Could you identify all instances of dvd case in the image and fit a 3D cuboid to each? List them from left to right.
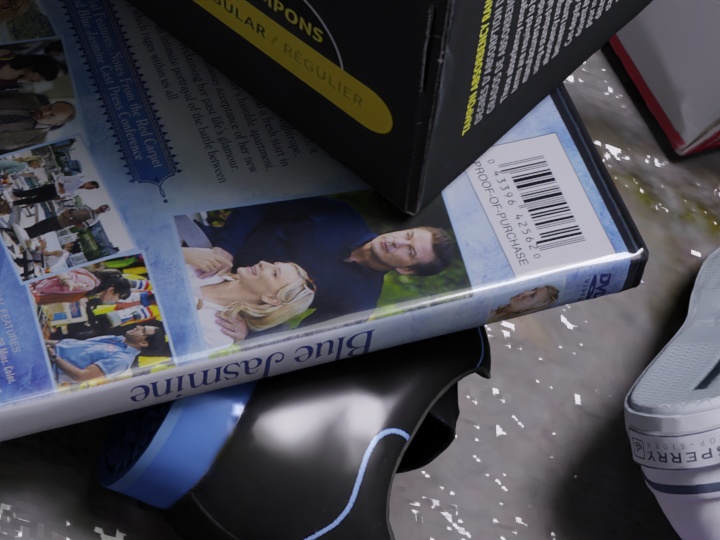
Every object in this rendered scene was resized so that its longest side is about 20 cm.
[{"bbox_3d":[-0.047,-0.033,0.651,0.200,0.018,0.143,-13,56,-16],"label":"dvd case"}]

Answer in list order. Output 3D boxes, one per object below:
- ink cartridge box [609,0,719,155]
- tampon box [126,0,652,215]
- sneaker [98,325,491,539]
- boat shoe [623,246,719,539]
[{"bbox_3d":[0.157,-0.133,0.902,0.200,0.086,0.148,-14,68,-44],"label":"ink cartridge box"},{"bbox_3d":[0.027,-0.145,0.651,0.150,0.126,0.200,38,60,19],"label":"tampon box"},{"bbox_3d":[0.000,0.000,0.700,0.078,0.070,0.200,35,51,-14],"label":"sneaker"},{"bbox_3d":[0.129,0.033,0.781,0.200,0.074,0.067,-35,115,-52],"label":"boat shoe"}]
